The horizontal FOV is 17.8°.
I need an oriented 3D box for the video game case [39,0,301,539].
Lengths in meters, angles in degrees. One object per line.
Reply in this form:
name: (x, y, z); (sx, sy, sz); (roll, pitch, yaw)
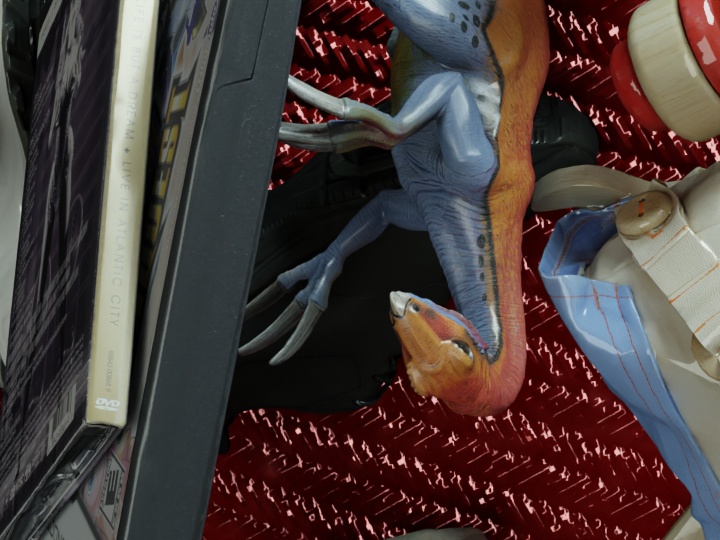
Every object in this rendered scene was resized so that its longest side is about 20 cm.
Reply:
video game case: (-0.067, 0.000, 0.705); (0.025, 0.181, 0.201); (9, 97, -17)

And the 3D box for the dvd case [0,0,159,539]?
dvd case: (-0.087, -0.025, 0.715); (0.016, 0.149, 0.201); (9, 67, -16)

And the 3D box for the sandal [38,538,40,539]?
sandal: (-0.166, 0.122, 0.793); (0.206, 0.079, 0.059); (-2, 95, 24)

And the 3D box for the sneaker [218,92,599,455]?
sneaker: (0.000, 0.000, 0.820); (0.200, 0.076, 0.091); (-24, 112, 21)

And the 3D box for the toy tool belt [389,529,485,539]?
toy tool belt: (-0.031, 0.158, 0.781); (0.123, 0.200, 0.125); (-4, 101, 23)

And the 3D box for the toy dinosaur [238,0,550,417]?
toy dinosaur: (0.031, -0.050, 0.708); (0.200, 0.105, 0.182); (-30, 68, 1)

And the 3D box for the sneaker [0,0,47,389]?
sneaker: (-0.129, -0.048, 0.860); (0.079, 0.074, 0.201); (10, 101, 38)

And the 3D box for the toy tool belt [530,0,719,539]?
toy tool belt: (0.107, 0.015, 0.737); (0.123, 0.125, 0.200); (-25, 106, 29)
